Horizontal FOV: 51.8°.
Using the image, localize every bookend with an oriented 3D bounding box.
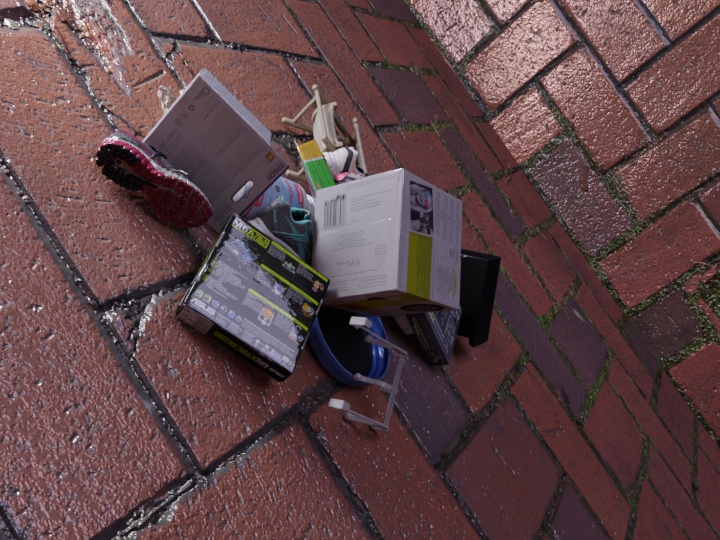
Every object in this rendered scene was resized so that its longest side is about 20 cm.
[{"bbox_3d":[0.209,0.051,1.729,0.091,0.195,0.205,-9,108,-59],"label":"bookend"}]

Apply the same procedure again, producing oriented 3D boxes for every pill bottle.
[{"bbox_3d":[-0.164,-0.120,1.349,0.198,0.108,0.110,17,43,-49],"label":"pill bottle"}]

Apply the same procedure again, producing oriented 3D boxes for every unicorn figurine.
[{"bbox_3d":[-0.297,-0.237,1.314,0.199,0.073,0.140,16,52,-63],"label":"unicorn figurine"}]

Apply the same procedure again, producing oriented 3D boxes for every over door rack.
[{"bbox_3d":[0.007,0.175,1.236,0.200,0.065,0.151,43,58,-57],"label":"over door rack"}]

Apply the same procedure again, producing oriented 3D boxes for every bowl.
[{"bbox_3d":[-0.025,0.116,1.352,0.200,0.039,0.204,37,36,-33],"label":"bowl"}]

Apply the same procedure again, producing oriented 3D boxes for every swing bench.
[{"bbox_3d":[-0.062,-0.266,1.661,0.198,0.129,0.202,31,34,-36],"label":"swing bench"}]

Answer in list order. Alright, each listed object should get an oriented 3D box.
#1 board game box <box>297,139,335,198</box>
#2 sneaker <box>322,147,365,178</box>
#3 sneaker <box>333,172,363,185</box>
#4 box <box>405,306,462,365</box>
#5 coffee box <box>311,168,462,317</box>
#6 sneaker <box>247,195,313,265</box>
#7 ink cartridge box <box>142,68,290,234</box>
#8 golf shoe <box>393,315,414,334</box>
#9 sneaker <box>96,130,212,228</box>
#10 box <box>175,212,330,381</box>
[{"bbox_3d":[-0.068,-0.142,1.490,0.201,0.040,0.155,77,-9,-66],"label":"board game box"},{"bbox_3d":[-0.018,-0.164,1.541,0.074,0.079,0.203,-122,-168,-51],"label":"sneaker"},{"bbox_3d":[0.004,-0.114,1.477,0.201,0.079,0.076,56,49,-40],"label":"sneaker"},{"bbox_3d":[0.152,0.075,1.569,0.202,0.050,0.160,61,35,-35],"label":"box"},{"bbox_3d":[0.048,-0.036,1.304,0.196,0.196,0.205,17,71,-49],"label":"coffee box"},{"bbox_3d":[-0.110,-0.063,1.307,0.078,0.092,0.199,45,6,33],"label":"sneaker"},{"bbox_3d":[-0.241,-0.188,1.214,0.200,0.195,0.044,43,30,-17],"label":"ink cartridge box"},{"bbox_3d":[0.115,0.073,1.628,0.200,0.077,0.099,-40,110,-58],"label":"golf shoe"},{"bbox_3d":[-0.313,-0.147,1.166,0.199,0.080,0.075,40,26,-23],"label":"sneaker"},{"bbox_3d":[-0.161,0.040,1.155,0.198,0.047,0.196,34,47,-16],"label":"box"}]
